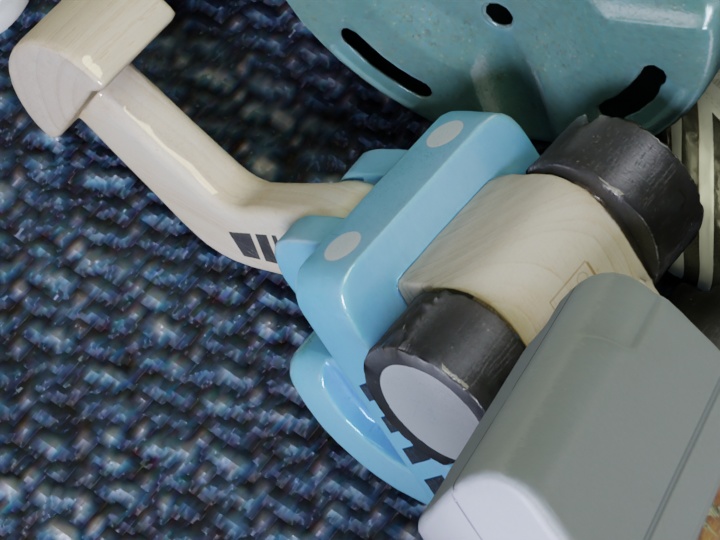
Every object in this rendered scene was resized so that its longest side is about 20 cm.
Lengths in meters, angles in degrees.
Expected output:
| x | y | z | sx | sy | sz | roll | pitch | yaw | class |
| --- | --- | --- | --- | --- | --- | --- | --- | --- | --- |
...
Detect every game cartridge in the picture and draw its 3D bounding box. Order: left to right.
| x | y | z | sx | sy | sz | roll | pitch | yaw | class |
| --- | --- | --- | --- | --- | --- | --- | --- | --- | --- |
| 0.106 | 0.100 | 0.639 | 0.200 | 0.042 | 0.133 | 45 | 27 | -4 | game cartridge |

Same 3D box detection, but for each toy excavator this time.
| x | y | z | sx | sy | sz | roll | pitch | yaw | class |
| --- | --- | --- | --- | --- | --- | --- | --- | --- | --- |
| 0.000 | 0.000 | 0.777 | 0.100 | 0.200 | 0.195 | -48 | 120 | -26 | toy excavator |

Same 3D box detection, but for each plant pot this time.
| x | y | z | sx | sy | sz | roll | pitch | yaw | class |
| --- | --- | --- | --- | --- | --- | --- | --- | --- | --- |
| 0.072 | -0.153 | 0.795 | 0.200 | 0.200 | 0.196 | 25 | 58 | 8 | plant pot |

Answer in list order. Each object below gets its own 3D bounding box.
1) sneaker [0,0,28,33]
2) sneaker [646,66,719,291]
| x | y | z | sx | sy | sz | roll | pitch | yaw | class |
| --- | --- | --- | --- | --- | --- | --- | --- | --- | --- |
| -0.198 | -0.132 | 0.822 | 0.199 | 0.100 | 0.075 | 11 | 63 | 2 | sneaker |
| 0.152 | -0.072 | 0.839 | 0.115 | 0.076 | 0.201 | 25 | 65 | 6 | sneaker |
